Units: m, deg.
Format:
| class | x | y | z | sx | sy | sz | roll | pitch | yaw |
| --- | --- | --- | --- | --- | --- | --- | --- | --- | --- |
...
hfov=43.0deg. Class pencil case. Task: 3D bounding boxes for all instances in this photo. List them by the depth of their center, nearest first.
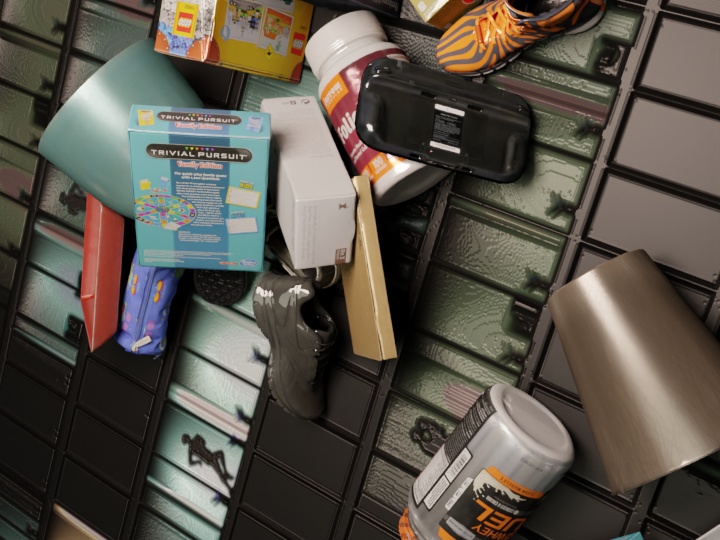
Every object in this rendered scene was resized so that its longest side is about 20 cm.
| class | x | y | z | sx | sy | sz | roll | pitch | yaw |
| --- | --- | --- | --- | --- | --- | --- | --- | --- | --- |
| pencil case | -0.280 | 0.028 | 1.230 | 0.077 | 0.087 | 0.201 | 15 | 125 | -13 |

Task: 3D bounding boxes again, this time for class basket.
| class | x | y | z | sx | sy | sz | roll | pitch | yaw |
| --- | --- | --- | --- | --- | --- | --- | --- | --- | --- |
| basket | 0.283 | 0.093 | 0.913 | 0.179 | 0.135 | 0.202 | -32 | 74 | 26 |

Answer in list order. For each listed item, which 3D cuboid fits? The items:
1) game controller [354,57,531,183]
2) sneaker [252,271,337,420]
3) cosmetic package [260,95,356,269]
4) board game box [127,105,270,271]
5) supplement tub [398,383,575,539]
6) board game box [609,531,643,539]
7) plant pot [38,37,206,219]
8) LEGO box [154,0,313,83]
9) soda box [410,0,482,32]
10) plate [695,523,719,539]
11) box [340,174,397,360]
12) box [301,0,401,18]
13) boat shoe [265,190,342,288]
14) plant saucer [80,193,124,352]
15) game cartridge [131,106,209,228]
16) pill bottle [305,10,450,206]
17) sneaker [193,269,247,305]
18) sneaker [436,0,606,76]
| class | x | y | z | sx | sy | sz | roll | pitch | yaw |
| --- | --- | --- | --- | --- | --- | --- | --- | --- | --- |
| game controller | 0.092 | -0.161 | 0.984 | 0.197 | 0.042 | 0.106 | 13 | 81 | -12 |
| sneaker | -0.069 | 0.098 | 1.121 | 0.090 | 0.076 | 0.202 | -2 | 117 | 25 |
| cosmetic package | -0.065 | -0.106 | 1.060 | 0.201 | 0.073 | 0.103 | -111 | 19 | -46 |
| board game box | -0.181 | -0.089 | 1.042 | 0.149 | 0.047 | 0.202 | 2 | 135 | -7 |
| supplement tub | 0.134 | 0.236 | 1.009 | 0.122 | 0.122 | 0.201 | 42 | 112 | 21 |
| board game box | 0.268 | 0.396 | 0.966 | 0.150 | 0.047 | 0.202 | -32 | 76 | 42 |
| plant pot | -0.270 | -0.158 | 1.141 | 0.161 | 0.201 | 0.200 | 45 | 115 | -5 |
| LEGO box | -0.140 | -0.314 | 1.085 | 0.076 | 0.199 | 0.151 | 17 | 101 | 26 |
| soda box | 0.139 | -0.357 | 0.998 | 0.200 | 0.067 | 0.064 | -41 | 73 | 25 |
| plate | 0.417 | 0.334 | 0.904 | 0.200 | 0.032 | 0.201 | -45 | 72 | 24 |
| box | 0.000 | 0.000 | 1.063 | 0.021 | 0.163 | 0.203 | -9 | 90 | -11 |
| box | -0.027 | -0.402 | 1.016 | 0.122 | 0.199 | 0.201 | 17 | 102 | 27 |
| boat shoe | -0.098 | -0.061 | 1.155 | 0.200 | 0.063 | 0.071 | 49 | 114 | 18 |
| plant saucer | -0.356 | -0.017 | 1.262 | 0.200 | 0.036 | 0.202 | -137 | 52 | -63 |
| game cartridge | -0.233 | -0.122 | 1.248 | 0.129 | 0.038 | 0.202 | 34 | 109 | 28 |
| pill bottle | 0.021 | -0.187 | 1.050 | 0.114 | 0.114 | 0.202 | -33 | 77 | 27 |
| sneaker | -0.173 | -0.045 | 1.196 | 0.071 | 0.083 | 0.202 | 11 | 128 | 3 |
| sneaker | 0.154 | -0.271 | 0.970 | 0.198 | 0.112 | 0.079 | -20 | 83 | 29 |
